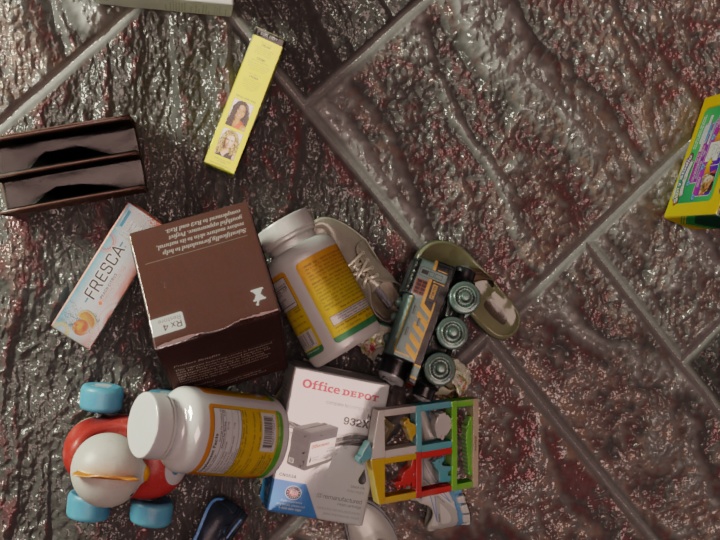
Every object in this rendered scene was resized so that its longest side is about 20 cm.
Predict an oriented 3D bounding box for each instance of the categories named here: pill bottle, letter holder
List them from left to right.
[{"bbox_3d":[-0.393,-0.140,1.307,0.196,0.142,0.103,-11,94,-10],"label":"letter holder"},{"bbox_3d":[-0.201,0.213,1.290,0.198,0.110,0.113,14,90,-39],"label":"pill bottle"},{"bbox_3d":[-0.064,0.022,1.366,0.111,0.113,0.202,-29,88,-8],"label":"pill bottle"}]

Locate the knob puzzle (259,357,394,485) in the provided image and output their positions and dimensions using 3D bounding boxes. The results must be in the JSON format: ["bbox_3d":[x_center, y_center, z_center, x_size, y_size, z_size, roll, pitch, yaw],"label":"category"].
[{"bbox_3d":[-0.072,0.262,1.439,0.215,0.030,0.225,-1,93,-10],"label":"knob puzzle"}]

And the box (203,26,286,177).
[{"bbox_3d":[-0.164,-0.235,1.381,0.049,0.075,0.203,21,90,-8],"label":"box"}]

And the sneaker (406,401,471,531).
[{"bbox_3d":[0.098,0.297,1.452,0.085,0.075,0.204,-18,95,-3],"label":"sneaker"}]

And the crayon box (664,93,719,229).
[{"bbox_3d":[0.545,-0.166,1.460,0.057,0.173,0.204,20,89,-7],"label":"crayon box"}]

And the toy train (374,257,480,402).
[{"bbox_3d":[0.095,0.079,1.384,0.112,0.085,0.203,21,80,1],"label":"toy train"}]

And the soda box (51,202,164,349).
[{"bbox_3d":[-0.348,0.005,1.359,0.063,0.068,0.202,33,86,-9],"label":"soda box"}]

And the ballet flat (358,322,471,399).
[{"bbox_3d":[0.076,0.136,1.435,0.197,0.076,0.065,23,46,-10],"label":"ballet flat"}]

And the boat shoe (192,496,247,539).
[{"bbox_3d":[-0.220,0.429,1.391,0.068,0.084,0.203,21,91,1],"label":"boat shoe"}]

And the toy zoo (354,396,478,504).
[{"bbox_3d":[0.080,0.253,1.377,0.196,0.020,0.134,-4,96,-27],"label":"toy zoo"}]

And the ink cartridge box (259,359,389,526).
[{"bbox_3d":[-0.051,0.242,1.383,0.142,0.084,0.204,12,88,-11],"label":"ink cartridge box"}]

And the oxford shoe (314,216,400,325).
[{"bbox_3d":[0.000,0.000,1.428,0.075,0.058,0.200,-42,96,-2],"label":"oxford shoe"}]

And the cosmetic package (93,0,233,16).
[{"bbox_3d":[-0.271,-0.423,1.350,0.196,0.081,0.115,5,91,-9],"label":"cosmetic package"}]

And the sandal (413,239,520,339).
[{"bbox_3d":[0.167,0.026,1.458,0.200,0.057,0.080,38,86,-10],"label":"sandal"}]

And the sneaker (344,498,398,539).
[{"bbox_3d":[0.036,0.431,1.445,0.072,0.071,0.203,-27,97,-8],"label":"sneaker"}]

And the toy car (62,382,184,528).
[{"bbox_3d":[-0.318,0.263,1.309,0.173,0.200,0.188,8,91,-10],"label":"toy car"}]

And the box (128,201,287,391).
[{"bbox_3d":[-0.197,0.045,1.296,0.163,0.201,0.167,-15,65,-9],"label":"box"}]
